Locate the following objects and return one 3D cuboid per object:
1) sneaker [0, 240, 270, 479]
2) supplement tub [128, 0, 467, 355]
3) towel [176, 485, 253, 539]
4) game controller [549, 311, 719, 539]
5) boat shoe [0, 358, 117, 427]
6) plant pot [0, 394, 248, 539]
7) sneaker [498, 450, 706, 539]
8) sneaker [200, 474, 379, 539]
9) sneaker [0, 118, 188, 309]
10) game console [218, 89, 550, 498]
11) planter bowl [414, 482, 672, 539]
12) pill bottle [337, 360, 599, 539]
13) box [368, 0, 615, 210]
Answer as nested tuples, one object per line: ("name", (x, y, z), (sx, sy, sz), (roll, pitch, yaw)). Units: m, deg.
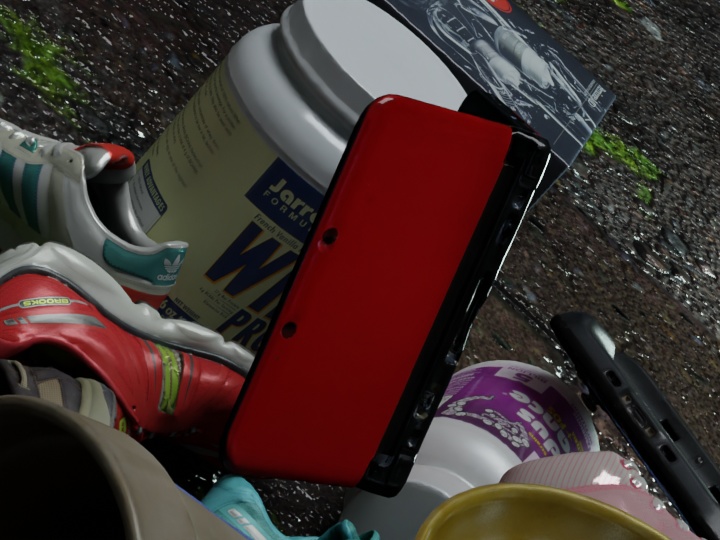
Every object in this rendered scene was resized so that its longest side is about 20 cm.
("sneaker", (-0.118, 0.067, 1.523), (0.200, 0.077, 0.085), (30, 45, -24))
("supplement tub", (-0.044, -0.044, 1.645), (0.145, 0.200, 0.145), (34, 24, -18))
("towel", (-0.070, 0.198, 1.332), (0.147, 0.024, 0.200), (38, 40, -11))
("game controller", (0.165, 0.105, 1.615), (0.104, 0.042, 0.200), (40, 11, -49))
("boat shoe", (-0.161, 0.103, 1.378), (0.073, 0.075, 0.200), (25, 18, -12))
("plant pot", (-0.096, 0.165, 1.190), (0.173, 0.200, 0.200), (21, 30, -43))
("sneaker", (0.155, 0.146, 1.503), (0.200, 0.075, 0.105), (11, 50, 2))
("sneaker", (-0.004, 0.166, 1.459), (0.200, 0.080, 0.077), (30, -18, -28))
("sneaker", (-0.167, -0.050, 1.596), (0.200, 0.093, 0.070), (50, 24, 18))
("game console", (0.000, 0.000, 1.494), (0.119, 0.200, 0.172), (21, 11, -18))
("planter bowl", (0.095, 0.199, 1.374), (0.200, 0.084, 0.201), (21, 34, -15))
("pill bottle", (0.056, 0.125, 1.621), (0.112, 0.112, 0.200), (44, 23, 4))
("box", (0.067, -0.124, 2.096), (0.182, 0.104, 0.200), (43, 23, -2))
